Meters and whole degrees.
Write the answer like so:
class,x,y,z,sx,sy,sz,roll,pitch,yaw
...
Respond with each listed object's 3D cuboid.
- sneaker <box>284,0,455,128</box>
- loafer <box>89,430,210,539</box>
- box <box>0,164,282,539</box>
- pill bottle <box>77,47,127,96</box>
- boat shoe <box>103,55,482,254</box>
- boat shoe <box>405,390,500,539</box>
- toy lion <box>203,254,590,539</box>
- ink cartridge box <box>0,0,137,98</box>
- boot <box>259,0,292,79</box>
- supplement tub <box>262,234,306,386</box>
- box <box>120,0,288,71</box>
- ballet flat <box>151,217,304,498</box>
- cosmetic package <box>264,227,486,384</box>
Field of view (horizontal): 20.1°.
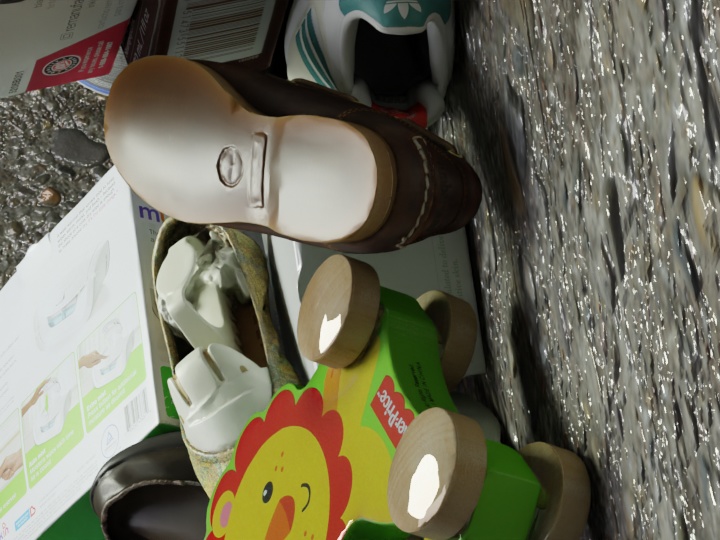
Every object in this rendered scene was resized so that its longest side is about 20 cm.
class,x,y,z,sx,sy,sz,roll,pitch,yaw
sneaker,0.004,-0.090,0.924,0.200,0.070,0.094,100,166,-61
loafer,-0.043,0.131,1.014,0.073,0.198,0.072,85,-167,-45
box,-0.139,0.067,1.149,0.200,0.096,0.178,-44,45,37
pill bottle,-0.123,-0.171,1.126,0.200,0.113,0.115,142,120,-78
boat shoe,-0.033,-0.047,0.878,0.199,0.070,0.071,24,108,45
boat shoe,0.038,0.118,0.889,0.201,0.069,0.072,-118,26,-63
toy lion,-0.007,0.108,0.825,0.193,0.068,0.200,-63,28,17
ink cartridge box,-0.206,-0.128,0.905,0.145,0.198,0.084,133,120,-67
boot,-0.036,-0.143,1.188,0.159,0.079,0.212,-105,10,-48
supplement tub,-0.039,0.093,1.210,0.146,0.144,0.201,91,169,-55
box,-0.099,-0.198,0.965,0.100,0.074,0.201,114,139,-61
ballet flat,-0.069,0.044,1.000,0.201,0.070,0.071,-106,10,-46
cosmetic package,0.000,0.000,1.018,0.200,0.084,0.109,-156,57,-82
